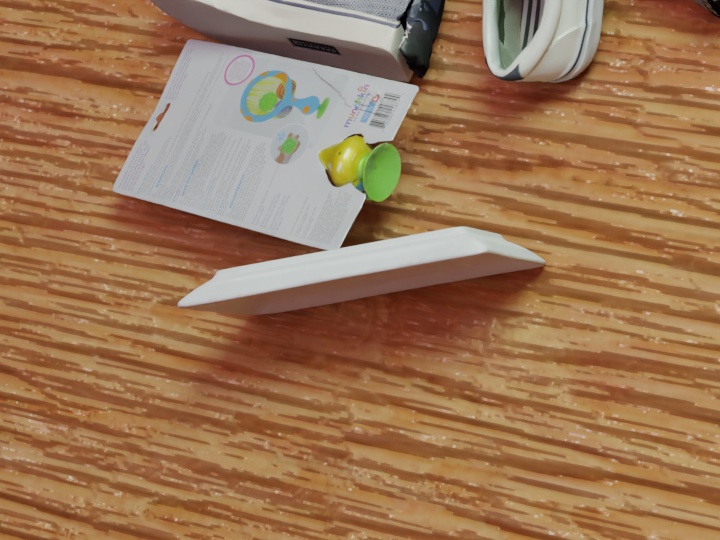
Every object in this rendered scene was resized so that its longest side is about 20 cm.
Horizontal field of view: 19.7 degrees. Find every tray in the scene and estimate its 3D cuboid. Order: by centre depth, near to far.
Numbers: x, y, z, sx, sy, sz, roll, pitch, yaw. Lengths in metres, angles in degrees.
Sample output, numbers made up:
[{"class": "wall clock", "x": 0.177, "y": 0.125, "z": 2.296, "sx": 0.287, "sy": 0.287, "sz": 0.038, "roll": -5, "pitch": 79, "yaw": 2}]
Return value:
[{"class": "tray", "x": 0.000, "y": 0.000, "z": 1.232, "sx": 0.200, "sy": 0.107, "sz": 0.022, "roll": -10, "pitch": 83, "yaw": 23}]

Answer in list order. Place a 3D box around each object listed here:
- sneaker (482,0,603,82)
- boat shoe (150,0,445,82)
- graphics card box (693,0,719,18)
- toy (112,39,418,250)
[{"class": "sneaker", "x": 0.108, "y": -0.204, "z": 1.209, "sx": 0.073, "sy": 0.071, "sz": 0.201, "roll": 13, "pitch": 112, "yaw": 40}, {"class": "boat shoe", "x": -0.034, "y": -0.187, "z": 1.329, "sx": 0.200, "sy": 0.075, "sz": 0.093, "roll": 16, "pitch": 77, "yaw": 20}, {"class": "graphics card box", "x": 0.179, "y": -0.251, "z": 1.249, "sx": 0.200, "sy": 0.051, "sz": 0.126, "roll": 37, "pitch": 94, "yaw": 30}, {"class": "toy", "x": -0.054, "y": -0.074, "z": 1.308, "sx": 0.200, "sy": 0.047, "sz": 0.115, "roll": 14, "pitch": 73, "yaw": 42}]
